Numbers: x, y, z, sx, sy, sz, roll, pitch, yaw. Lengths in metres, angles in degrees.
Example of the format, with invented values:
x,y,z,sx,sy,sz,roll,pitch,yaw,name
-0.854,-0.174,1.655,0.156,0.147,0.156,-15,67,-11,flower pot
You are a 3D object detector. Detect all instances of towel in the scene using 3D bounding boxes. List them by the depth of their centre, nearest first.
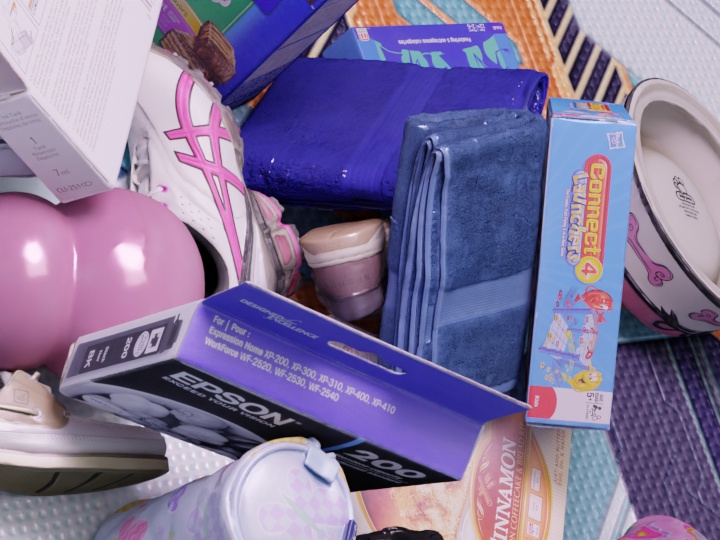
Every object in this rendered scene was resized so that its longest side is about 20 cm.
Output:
x,y,z,sx,sy,sz,roll,pitch,yaw,name
0.067,0.000,1.422,0.111,0.048,0.202,-11,115,-38,towel
0.018,-0.087,1.541,0.148,0.198,0.050,-57,145,-44,towel

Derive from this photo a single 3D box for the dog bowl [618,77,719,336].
x,y,z,sx,sy,sz,roll,pitch,yaw,name
0.235,-0.040,1.706,0.200,0.074,0.201,34,41,-35,dog bowl

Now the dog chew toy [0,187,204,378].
x,y,z,sx,sy,sz,roll,pitch,yaw,name
-0.197,0.008,1.357,0.199,0.125,0.125,5,62,-25,dog chew toy

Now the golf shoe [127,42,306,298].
x,y,z,sx,sy,sz,roll,pitch,yaw,name
-0.117,-0.059,1.481,0.092,0.073,0.201,-27,83,-42,golf shoe

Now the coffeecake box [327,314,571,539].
x,y,z,sx,sy,sz,roll,pitch,yaw,name
0.035,0.143,1.480,0.199,0.073,0.154,25,54,-23,coffeecake box

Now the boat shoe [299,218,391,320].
x,y,z,sx,sy,sz,roll,pitch,yaw,name
0.000,0.000,1.497,0.200,0.071,0.065,-22,104,-84,boat shoe

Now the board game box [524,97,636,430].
x,y,z,sx,sy,sz,roll,pitch,yaw,name
0.146,-0.010,1.522,0.055,0.196,0.202,5,98,3,board game box

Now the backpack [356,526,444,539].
x,y,z,sx,sy,sz,roll,pitch,yaw,name
0.010,0.264,1.341,0.126,0.166,0.202,3,69,-41,backpack

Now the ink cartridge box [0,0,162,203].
x,y,z,sx,sy,sz,roll,pitch,yaw,name
-0.185,-0.172,1.325,0.176,0.044,0.201,53,35,-42,ink cartridge box

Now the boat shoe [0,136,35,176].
x,y,z,sx,sy,sz,roll,pitch,yaw,name
-0.284,-0.089,1.340,0.198,0.072,0.063,1,93,-20,boat shoe

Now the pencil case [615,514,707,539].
x,y,z,sx,sy,sz,roll,pitch,yaw,name
0.184,0.214,1.495,0.088,0.087,0.200,62,16,9,pencil case

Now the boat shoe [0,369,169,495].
x,y,z,sx,sy,sz,roll,pitch,yaw,name
-0.203,0.093,1.329,0.199,0.075,0.069,6,68,-34,boat shoe

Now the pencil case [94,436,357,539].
x,y,z,sx,sy,sz,roll,pitch,yaw,name
-0.082,0.155,1.299,0.083,0.200,0.091,23,62,-24,pencil case

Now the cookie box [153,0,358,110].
x,y,z,sx,sy,sz,roll,pitch,yaw,name
-0.091,-0.217,1.503,0.075,0.200,0.172,-33,86,-43,cookie box

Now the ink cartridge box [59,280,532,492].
x,y,z,sx,sy,sz,roll,pitch,yaw,name
-0.039,0.073,1.274,0.197,0.200,0.044,24,67,-28,ink cartridge box

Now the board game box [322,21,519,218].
x,y,z,sx,sy,sz,roll,pitch,yaw,name
0.071,-0.083,1.655,0.151,0.045,0.201,-8,71,-39,board game box
